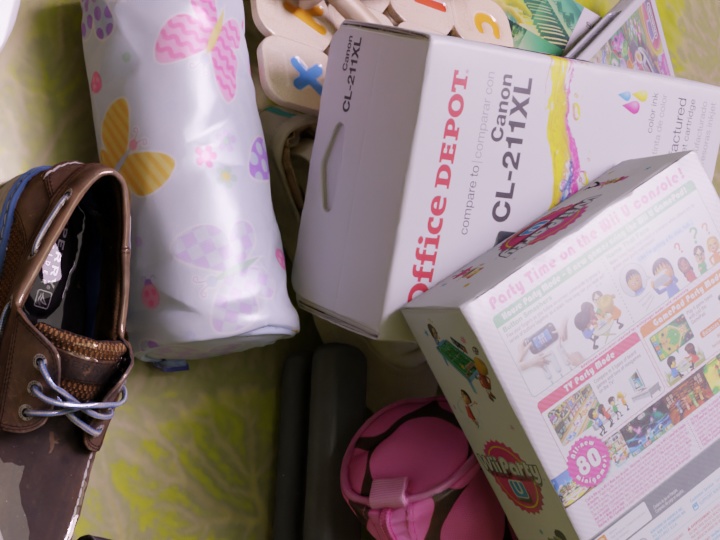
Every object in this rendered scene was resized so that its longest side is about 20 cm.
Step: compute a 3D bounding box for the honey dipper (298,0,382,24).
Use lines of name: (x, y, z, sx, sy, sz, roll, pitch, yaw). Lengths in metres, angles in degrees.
honey dipper: (0.021, -0.113, 0.806, 0.200, 0.038, 0.038, 44, 54, -17)

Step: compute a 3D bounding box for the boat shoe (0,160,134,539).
boat shoe: (-0.142, 0.045, 0.677, 0.072, 0.072, 0.202, 14, 72, -40)

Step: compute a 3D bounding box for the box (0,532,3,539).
box: (-0.196, 0.112, 0.615, 0.082, 0.068, 0.202, -17, 92, -43)

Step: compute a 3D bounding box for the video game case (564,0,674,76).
video game case: (0.168, -0.084, 0.978, 0.200, 0.018, 0.144, -45, 122, -51)

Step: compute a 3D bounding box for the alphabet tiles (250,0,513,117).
alphabet tiles: (0.017, -0.121, 0.844, 0.194, 0.015, 0.202, 11, 58, -37)

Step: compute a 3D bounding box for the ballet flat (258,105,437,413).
ballet flat: (0.000, 0.000, 0.822, 0.069, 0.069, 0.201, -44, 110, -39)

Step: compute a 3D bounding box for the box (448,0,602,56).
box: (0.102, -0.087, 0.955, 0.144, 0.036, 0.202, 20, 66, -38)

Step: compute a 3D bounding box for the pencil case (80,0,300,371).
pencil case: (-0.083, -0.055, 0.747, 0.090, 0.083, 0.202, -6, 84, -47)

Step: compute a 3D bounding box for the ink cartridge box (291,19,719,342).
ink cartridge box: (0.078, -0.038, 0.772, 0.199, 0.083, 0.147, 4, 101, -34)

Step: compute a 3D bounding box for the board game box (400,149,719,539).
board game box: (0.131, 0.067, 0.712, 0.147, 0.064, 0.201, -32, 101, -22)

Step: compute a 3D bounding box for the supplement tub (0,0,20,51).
supplement tub: (-0.223, -0.091, 0.547, 0.140, 0.199, 0.142, 11, 73, -40)

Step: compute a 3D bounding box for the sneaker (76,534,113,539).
sneaker: (-0.098, 0.222, 0.675, 0.106, 0.074, 0.202, 21, 57, -41)

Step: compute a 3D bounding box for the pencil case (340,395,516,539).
pencil case: (0.043, 0.167, 0.769, 0.094, 0.090, 0.202, -40, 125, -44)

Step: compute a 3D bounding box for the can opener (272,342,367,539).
can opener: (-0.030, 0.134, 0.771, 0.066, 0.052, 0.202, 21, 66, -37)
